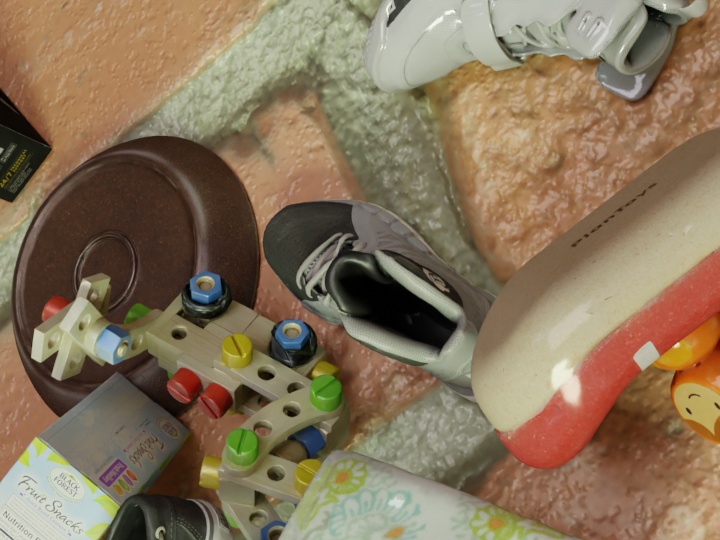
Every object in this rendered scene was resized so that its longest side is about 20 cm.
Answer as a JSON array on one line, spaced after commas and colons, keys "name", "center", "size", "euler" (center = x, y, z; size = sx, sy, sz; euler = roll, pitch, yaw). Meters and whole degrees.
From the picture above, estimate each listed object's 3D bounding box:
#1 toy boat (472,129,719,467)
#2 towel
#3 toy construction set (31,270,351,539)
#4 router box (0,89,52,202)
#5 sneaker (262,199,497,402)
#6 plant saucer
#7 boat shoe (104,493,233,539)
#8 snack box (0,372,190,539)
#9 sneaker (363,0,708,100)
[{"name": "toy boat", "center": [0.155, 0.031, 0.830], "size": [0.200, 0.131, 0.131], "euler": [-38, 97, 1]}, {"name": "towel", "center": [0.030, 0.183, 0.790], "size": [0.199, 0.048, 0.172], "euler": [19, 60, 26]}, {"name": "toy construction set", "center": [-0.087, 0.069, 0.959], "size": [0.199, 0.092, 0.131], "euler": [36, 56, 7]}, {"name": "router box", "center": [-0.324, -0.143, 1.161], "size": [0.052, 0.157, 0.200], "euler": [-50, 56, 9]}, {"name": "sneaker", "center": [0.000, 0.000, 0.938], "size": [0.199, 0.115, 0.075], "euler": [28, 92, 35]}, {"name": "plant saucer", "center": [-0.155, 0.005, 1.087], "size": [0.199, 0.034, 0.202], "euler": [-9, 72, 29]}, {"name": "boat shoe", "center": [-0.131, 0.202, 0.839], "size": [0.070, 0.066, 0.201], "euler": [29, 92, 49]}, {"name": "snack box", "center": [-0.196, 0.168, 0.978], "size": [0.068, 0.169, 0.200], "euler": [37, 102, 0]}, {"name": "sneaker", "center": [0.097, -0.137, 0.941], "size": [0.199, 0.075, 0.115], "euler": [-33, 58, 17]}]
